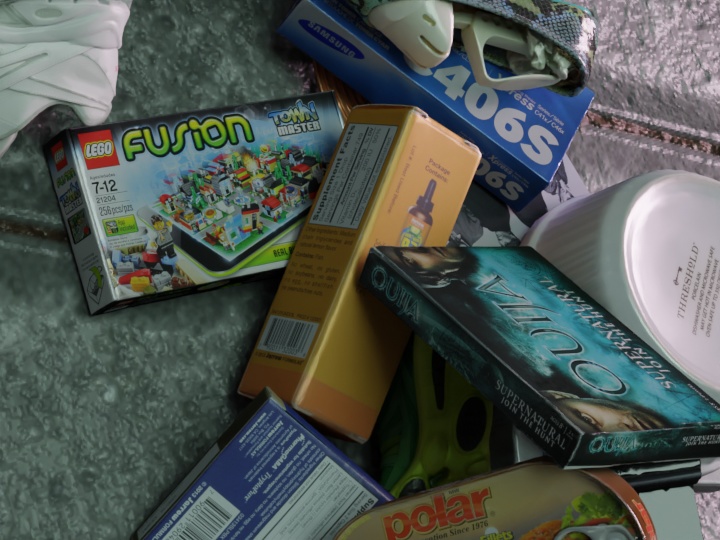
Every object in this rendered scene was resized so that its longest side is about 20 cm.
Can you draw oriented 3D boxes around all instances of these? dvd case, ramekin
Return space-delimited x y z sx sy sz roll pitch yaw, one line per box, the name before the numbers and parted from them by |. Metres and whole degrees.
dvd case | 0.109 -0.009 1.377 0.150 0.025 0.200 -24 81 -39
ramekin | 0.203 0.028 1.342 0.202 0.094 0.203 16 58 -27

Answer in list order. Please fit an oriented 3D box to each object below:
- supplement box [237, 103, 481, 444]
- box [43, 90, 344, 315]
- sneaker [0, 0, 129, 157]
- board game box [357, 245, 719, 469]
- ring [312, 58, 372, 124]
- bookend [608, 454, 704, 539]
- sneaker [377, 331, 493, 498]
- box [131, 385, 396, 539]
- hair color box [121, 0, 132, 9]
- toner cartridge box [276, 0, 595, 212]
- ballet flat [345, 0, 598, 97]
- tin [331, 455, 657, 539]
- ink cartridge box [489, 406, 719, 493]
supplement box | 0.000 0.000 1.281 0.066 0.069 0.200 31 78 -36
box | -0.089 -0.045 1.293 0.200 0.035 0.110 -12 82 -36
sneaker | -0.230 -0.110 1.186 0.200 0.078 0.100 -1 100 -12
board game box | 0.108 0.046 1.207 0.135 0.028 0.200 0 31 -41
ring | 0.049 -0.135 1.425 0.200 0.019 0.201 11 69 -29
bookend | 0.146 0.227 1.250 0.092 0.199 0.200 -7 79 -14
sneaker | 0.045 0.115 1.302 0.074 0.084 0.200 14 87 -10
box | -0.022 0.178 1.232 0.200 0.032 0.121 42 91 -14
hair color box | -0.219 -0.233 1.251 0.200 0.064 0.111 28 61 -22
toner cartridge box | 0.052 -0.136 1.368 0.200 0.043 0.095 36 50 -8
ballet flat | 0.066 -0.154 1.317 0.200 0.074 0.074 11 69 -23
tin | 0.071 0.169 1.166 0.042 0.200 0.112 -29 99 -66
ink cartridge box | 0.167 0.062 1.423 0.200 0.045 0.177 4 73 -32
